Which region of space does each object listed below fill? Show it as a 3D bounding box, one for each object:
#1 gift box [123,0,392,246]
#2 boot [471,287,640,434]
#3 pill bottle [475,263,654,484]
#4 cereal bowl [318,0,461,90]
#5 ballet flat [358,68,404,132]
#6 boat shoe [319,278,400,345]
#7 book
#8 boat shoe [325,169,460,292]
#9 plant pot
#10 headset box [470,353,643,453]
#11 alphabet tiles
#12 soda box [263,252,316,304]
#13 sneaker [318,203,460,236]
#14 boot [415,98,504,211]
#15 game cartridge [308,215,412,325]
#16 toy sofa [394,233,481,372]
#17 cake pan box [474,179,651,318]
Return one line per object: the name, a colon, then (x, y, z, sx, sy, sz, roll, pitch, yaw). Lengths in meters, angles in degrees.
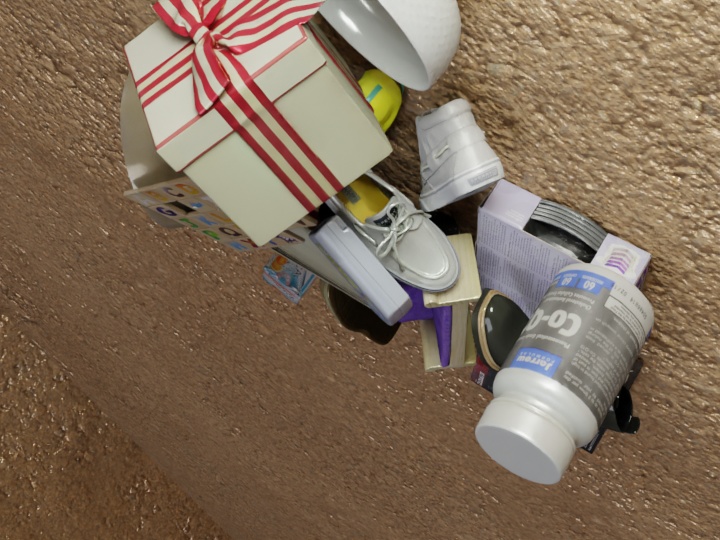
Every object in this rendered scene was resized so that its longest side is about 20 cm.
gift box: (-0.090, -0.175, 1.132, 0.187, 0.199, 0.185, 45, -171, -45)
boot: (0.213, 0.097, 1.344, 0.137, 0.078, 0.200, 10, 151, 42)
pill bottle: (0.200, 0.102, 1.240, 0.113, 0.201, 0.114, 27, 153, 15)
cereal bowl: (0.015, -0.254, 1.078, 0.200, 0.083, 0.200, 45, 174, 6)
ballet flat: (-0.006, -0.150, 1.353, 0.067, 0.067, 0.200, 37, 157, 2)
boat shoe: (-0.013, 0.042, 1.683, 0.066, 0.074, 0.200, 29, 169, 33)
book: (-0.049, -0.038, 1.536, 0.199, 0.048, 0.134, 33, -164, -26)
boat shoe: (0.028, -0.054, 1.295, 0.202, 0.075, 0.086, 46, 178, -4)
plant pot: (-0.173, -0.157, 1.462, 0.132, 0.202, 0.201, -6, 140, 18)
headset box: (0.223, 0.117, 1.515, 0.199, 0.078, 0.149, 32, 156, 15)
alphabet tiles: (-0.141, -0.061, 1.360, 0.166, 0.008, 0.199, 27, 160, -34)
soda box: (-0.087, -0.003, 1.677, 0.063, 0.069, 0.200, 37, 174, 0)
sneaker: (0.038, -0.035, 1.504, 0.198, 0.076, 0.088, 22, 159, 31)
boot: (0.091, -0.121, 1.290, 0.200, 0.073, 0.097, 156, 92, -77)
game cartridge: (0.000, 0.000, 1.361, 0.133, 0.040, 0.200, 45, 178, -4)
toy sofa: (0.085, 0.042, 1.439, 0.096, 0.084, 0.201, -7, 153, 0)
cake pan box: (0.211, 0.005, 1.357, 0.183, 0.053, 0.201, 27, 155, 18)
